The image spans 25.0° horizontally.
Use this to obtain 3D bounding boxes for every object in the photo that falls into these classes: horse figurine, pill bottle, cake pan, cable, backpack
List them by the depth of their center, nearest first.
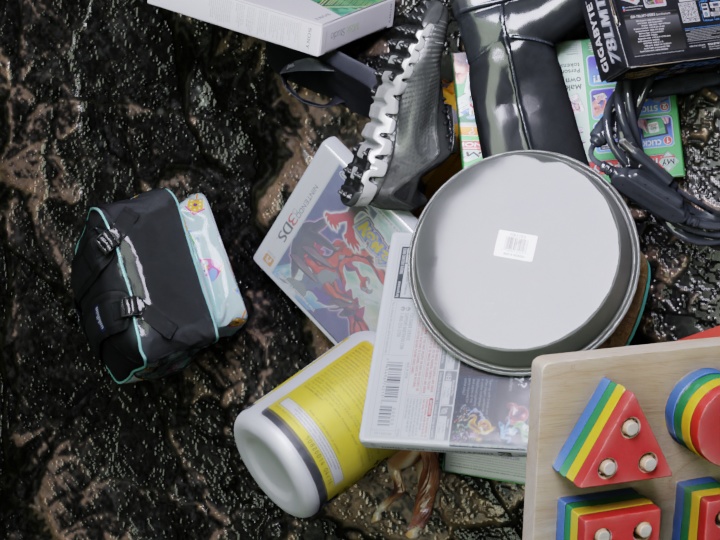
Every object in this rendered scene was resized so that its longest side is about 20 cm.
[{"bbox_3d":[0.134,-0.013,1.370,0.200,0.037,0.200,-4,73,13],"label":"cake pan"},{"bbox_3d":[0.302,-0.109,1.426,0.200,0.051,0.163,29,71,-8],"label":"cable"},{"bbox_3d":[-0.007,0.124,1.464,0.200,0.112,0.112,-34,70,-25],"label":"pill bottle"},{"bbox_3d":[0.022,0.171,1.556,0.200,0.050,0.133,33,111,47],"label":"horse figurine"},{"bbox_3d":[-0.209,0.020,1.630,0.200,0.153,0.176,-36,73,59],"label":"backpack"}]

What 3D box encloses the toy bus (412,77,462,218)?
[{"bbox_3d":[0.063,-0.119,1.560,0.078,0.065,0.200,41,106,21],"label":"toy bus"}]

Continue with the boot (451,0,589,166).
[{"bbox_3d":[0.178,-0.158,1.433,0.165,0.066,0.200,-12,86,11],"label":"boot"}]

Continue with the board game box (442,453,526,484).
[{"bbox_3d":[0.163,0.098,1.516,0.153,0.040,0.200,7,93,25],"label":"board game box"}]

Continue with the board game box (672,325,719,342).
[{"bbox_3d":[0.279,0.140,1.402,0.200,0.040,0.153,-19,105,2],"label":"board game box"}]

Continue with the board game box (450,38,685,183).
[{"bbox_3d":[0.188,-0.141,1.480,0.200,0.029,0.135,-5,90,3],"label":"board game box"}]

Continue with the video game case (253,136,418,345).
[{"bbox_3d":[0.000,0.000,1.558,0.200,0.023,0.182,45,134,12],"label":"video game case"}]

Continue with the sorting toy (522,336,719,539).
[{"bbox_3d":[0.238,0.165,1.318,0.070,0.200,0.199,-146,55,-64],"label":"sorting toy"}]

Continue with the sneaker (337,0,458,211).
[{"bbox_3d":[0.053,-0.143,1.473,0.090,0.066,0.200,17,97,-20],"label":"sneaker"}]

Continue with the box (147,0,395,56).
[{"bbox_3d":[-0.086,-0.264,1.587,0.200,0.144,0.036,21,118,23],"label":"box"}]

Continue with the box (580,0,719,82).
[{"bbox_3d":[0.275,-0.271,1.401,0.050,0.200,0.199,-31,72,64],"label":"box"}]

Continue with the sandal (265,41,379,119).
[{"bbox_3d":[-0.037,-0.185,1.568,0.043,0.076,0.200,-42,39,-15],"label":"sandal"}]

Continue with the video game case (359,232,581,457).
[{"bbox_3d":[0.101,0.061,1.397,0.182,0.023,0.200,1,65,18],"label":"video game case"}]

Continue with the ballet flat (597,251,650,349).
[{"bbox_3d":[0.190,0.070,1.428,0.068,0.072,0.200,43,115,61],"label":"ballet flat"}]
